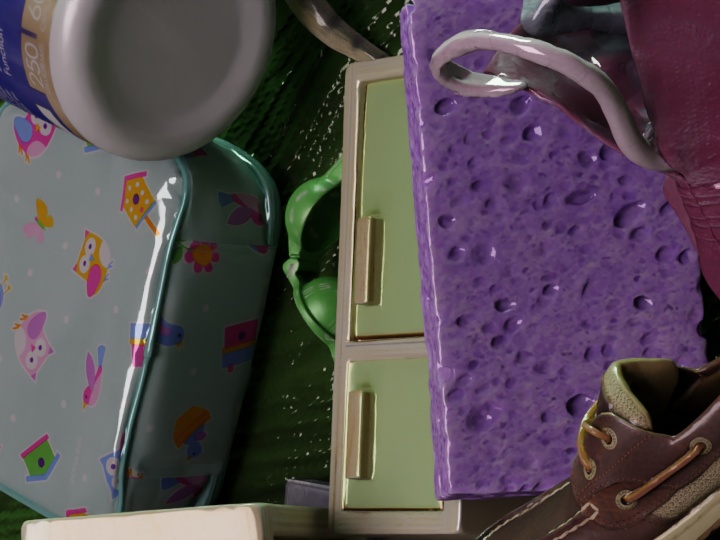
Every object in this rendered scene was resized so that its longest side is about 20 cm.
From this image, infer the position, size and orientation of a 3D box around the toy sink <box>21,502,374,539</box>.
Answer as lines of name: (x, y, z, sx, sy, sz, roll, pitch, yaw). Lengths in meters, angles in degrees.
toy sink: (-0.054, 0.168, 1.211, 0.112, 0.200, 0.130, -6, 82, 14)

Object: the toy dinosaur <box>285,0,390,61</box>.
toy dinosaur: (-0.053, -0.165, 1.311, 0.088, 0.047, 0.200, -29, 72, 33)

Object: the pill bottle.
pill bottle: (-0.139, -0.129, 1.295, 0.200, 0.116, 0.116, 25, 106, 47)

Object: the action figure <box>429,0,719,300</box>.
action figure: (0.143, -0.036, 1.043, 0.134, 0.149, 0.200, 1, 121, 53)

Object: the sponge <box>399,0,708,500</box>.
sponge: (0.078, -0.011, 1.135, 0.030, 0.112, 0.200, 141, 126, -78)

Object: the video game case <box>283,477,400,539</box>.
video game case: (0.036, 0.173, 1.228, 0.200, 0.019, 0.143, 6, 93, 45)

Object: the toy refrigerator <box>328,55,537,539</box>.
toy refrigerator: (0.035, 0.012, 1.187, 0.076, 0.070, 0.200, -4, 81, 44)

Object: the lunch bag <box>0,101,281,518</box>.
lunch bag: (-0.122, 0.016, 1.347, 0.160, 0.077, 0.200, 22, 103, 44)

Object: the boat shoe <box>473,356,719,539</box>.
boat shoe: (0.112, 0.062, 1.054, 0.200, 0.072, 0.072, -30, 104, 29)

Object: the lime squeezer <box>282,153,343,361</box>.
lime squeezer: (0.000, 0.000, 1.264, 0.071, 0.038, 0.200, 0, 85, 16)
